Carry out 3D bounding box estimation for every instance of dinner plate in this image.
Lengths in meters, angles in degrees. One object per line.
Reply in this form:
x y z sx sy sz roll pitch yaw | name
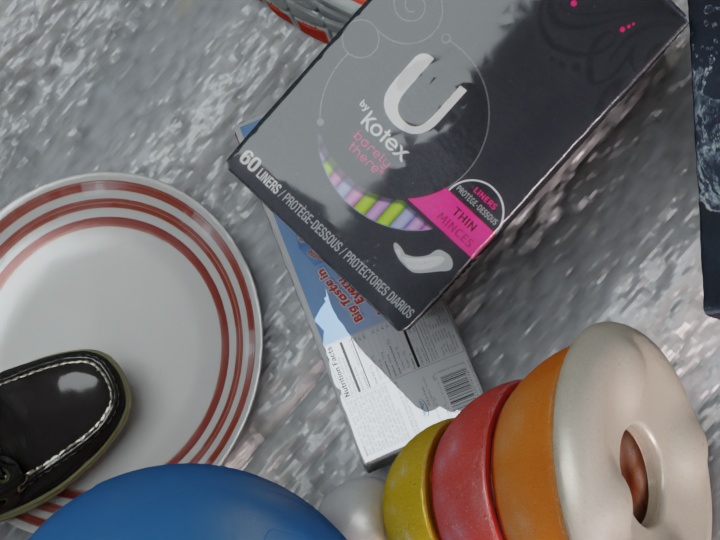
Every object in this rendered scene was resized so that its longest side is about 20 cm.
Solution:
-0.144 0.046 1.177 0.198 0.024 0.202 -4 76 17 | dinner plate

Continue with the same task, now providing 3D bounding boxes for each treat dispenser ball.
-0.082 0.193 1.027 0.199 0.201 0.203 -4 76 16 | treat dispenser ball

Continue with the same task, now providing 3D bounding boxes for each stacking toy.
0.059 0.111 1.057 0.199 0.146 0.148 -12 73 30 | stacking toy

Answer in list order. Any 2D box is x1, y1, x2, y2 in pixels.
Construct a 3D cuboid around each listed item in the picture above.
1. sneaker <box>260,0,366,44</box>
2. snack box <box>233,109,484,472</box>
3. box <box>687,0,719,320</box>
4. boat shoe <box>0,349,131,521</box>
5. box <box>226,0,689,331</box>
0.008 -0.164 1.161 0.199 0.077 0.082 28 77 11 | sneaker
0.000 0.000 1.136 0.071 0.024 0.201 -22 71 1 | snack box
0.263 -0.080 0.996 0.195 0.117 0.202 -7 80 33 | box
-0.210 0.103 1.120 0.199 0.065 0.074 -30 85 -5 | boat shoe
0.048 -0.086 1.052 0.122 0.106 0.200 42 97 1 | box
